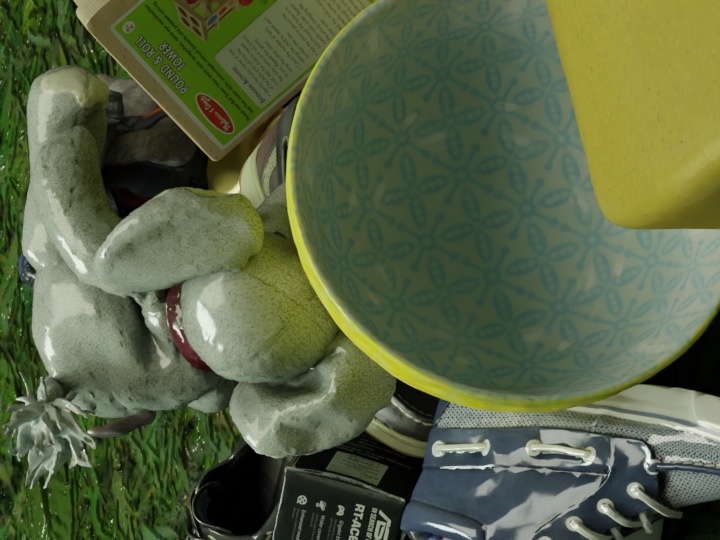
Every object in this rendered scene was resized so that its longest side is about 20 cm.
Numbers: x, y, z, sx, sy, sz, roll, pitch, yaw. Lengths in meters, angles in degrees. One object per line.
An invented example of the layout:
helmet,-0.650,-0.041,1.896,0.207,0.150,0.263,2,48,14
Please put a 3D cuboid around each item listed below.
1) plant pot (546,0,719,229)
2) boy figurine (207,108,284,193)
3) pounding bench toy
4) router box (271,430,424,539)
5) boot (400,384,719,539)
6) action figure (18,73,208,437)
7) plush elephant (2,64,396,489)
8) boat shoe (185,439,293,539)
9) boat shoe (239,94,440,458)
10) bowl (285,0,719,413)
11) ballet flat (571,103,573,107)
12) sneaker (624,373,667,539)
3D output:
plant pot,0.178,-0.110,1.181,0.200,0.194,0.196,-42,54,53
boy figurine,-0.068,-0.074,1.637,0.124,0.064,0.200,-11,82,28
pounding bench toy,-0.074,-0.150,1.551,0.124,0.200,0.156,-42,44,2
router box,-0.007,0.161,1.454,0.150,0.062,0.200,-57,-20,-66
boot,0.115,0.098,1.304,0.200,0.073,0.090,10,74,37
action figure,-0.119,-0.011,1.588,0.200,0.105,0.194,136,129,-64
plush elephant,-0.069,0.004,1.337,0.155,0.165,0.200,-12,42,27
boat shoe,-0.061,0.128,1.619,0.200,0.066,0.070,-43,53,46
boat shoe,0.000,0.000,1.416,0.200,0.073,0.065,57,148,29
bowl,0.060,-0.022,1.298,0.108,0.200,0.200,118,145,-70
ballet flat,0.118,-0.057,1.367,0.071,0.065,0.200,43,122,52
sneaker,0.105,0.144,1.372,0.074,0.089,0.200,10,71,31
